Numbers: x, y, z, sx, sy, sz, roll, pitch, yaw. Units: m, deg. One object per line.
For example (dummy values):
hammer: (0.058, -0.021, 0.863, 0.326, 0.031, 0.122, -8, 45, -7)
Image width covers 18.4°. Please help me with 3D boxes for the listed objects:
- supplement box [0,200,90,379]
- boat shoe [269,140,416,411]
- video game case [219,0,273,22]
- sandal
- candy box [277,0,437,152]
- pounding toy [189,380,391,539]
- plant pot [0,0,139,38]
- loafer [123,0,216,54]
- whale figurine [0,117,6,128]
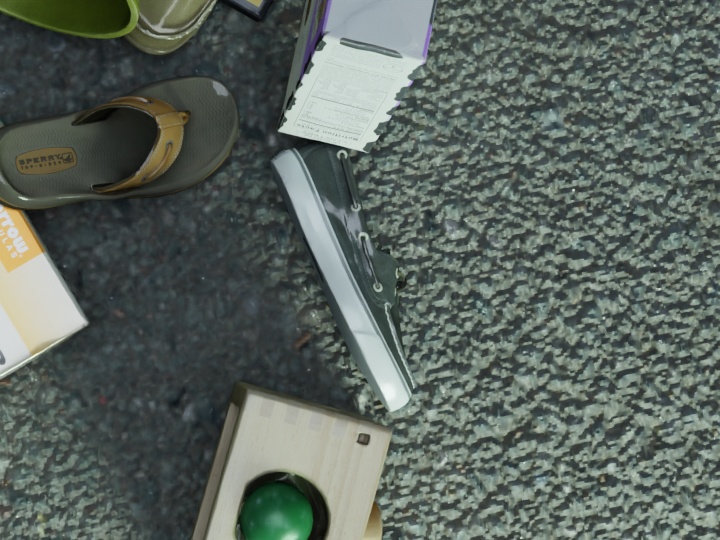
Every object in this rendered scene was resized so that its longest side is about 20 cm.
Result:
supplement box: (-0.302, 0.035, 1.533, 0.200, 0.074, 0.126, -32, 92, -6)
boat shoe: (0.000, 0.000, 1.571, 0.057, 0.069, 0.200, -24, 89, -7)
video game case: (-0.114, -0.304, 1.585, 0.200, 0.026, 0.181, 29, 86, -6)
sandal: (-0.165, -0.091, 1.530, 0.200, 0.055, 0.082, -11, 79, -32)
candy box: (0.007, -0.191, 1.493, 0.072, 0.200, 0.168, 13, 74, -7)
pounding toy: (-0.037, 0.184, 1.495, 0.142, 0.200, 0.184, 16, 87, -6)
plant pot: (-0.204, -0.288, 1.479, 0.200, 0.200, 0.193, 23, 75, -5)
loafer: (-0.111, -0.245, 1.538, 0.076, 0.067, 0.200, 25, 86, -6)
whale figurine: (-0.334, -0.145, 1.530, 0.159, 0.104, 0.200, -39, 116, 24)
